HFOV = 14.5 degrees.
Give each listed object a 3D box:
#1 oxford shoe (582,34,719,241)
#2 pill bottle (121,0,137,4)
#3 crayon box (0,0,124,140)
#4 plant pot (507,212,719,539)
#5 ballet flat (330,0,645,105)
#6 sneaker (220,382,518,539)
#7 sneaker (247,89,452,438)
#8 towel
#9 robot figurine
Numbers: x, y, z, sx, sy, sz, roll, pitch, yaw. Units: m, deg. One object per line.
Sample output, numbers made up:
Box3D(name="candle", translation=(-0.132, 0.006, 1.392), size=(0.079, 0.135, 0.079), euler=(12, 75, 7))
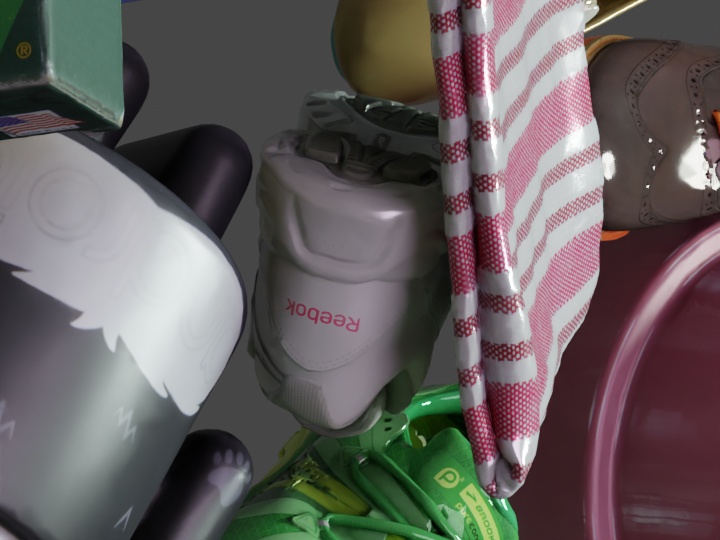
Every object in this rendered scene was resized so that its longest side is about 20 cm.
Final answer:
Box3D(name="oxford shoe", translation=(0.126, -0.053, 1.011), size=(0.200, 0.073, 0.071), euler=(-20, 106, -57))
Box3D(name="pill bottle", translation=(-0.041, -0.143, 0.860), size=(0.200, 0.112, 0.112), euler=(-16, 103, -43))
Box3D(name="crayon box", translation=(-0.131, -0.130, 0.743), size=(0.051, 0.127, 0.200), euler=(32, 53, -68))
Box3D(name="plant pot", translation=(0.178, 0.077, 1.026), size=(0.200, 0.179, 0.200), euler=(-3, 94, -43))
Box3D(name="ballet flat", translation=(0.074, -0.114, 1.001), size=(0.200, 0.063, 0.069), euler=(-32, 112, -37))
Box3D(name="sneaker", translation=(0.001, 0.084, 0.888), size=(0.074, 0.084, 0.200), euler=(56, 28, -14))
Box3D(name="sneaker", translation=(0.000, 0.000, 0.904), size=(0.200, 0.078, 0.099), euler=(-30, 137, -73))
Box3D(name="towel", translation=(0.051, -0.049, 0.844), size=(0.146, 0.030, 0.200), euler=(-59, 147, -63))
Box3D(name="robot figurine", translation=(-0.111, 0.031, 0.801), size=(0.200, 0.150, 0.125), euler=(-61, 167, -22))
